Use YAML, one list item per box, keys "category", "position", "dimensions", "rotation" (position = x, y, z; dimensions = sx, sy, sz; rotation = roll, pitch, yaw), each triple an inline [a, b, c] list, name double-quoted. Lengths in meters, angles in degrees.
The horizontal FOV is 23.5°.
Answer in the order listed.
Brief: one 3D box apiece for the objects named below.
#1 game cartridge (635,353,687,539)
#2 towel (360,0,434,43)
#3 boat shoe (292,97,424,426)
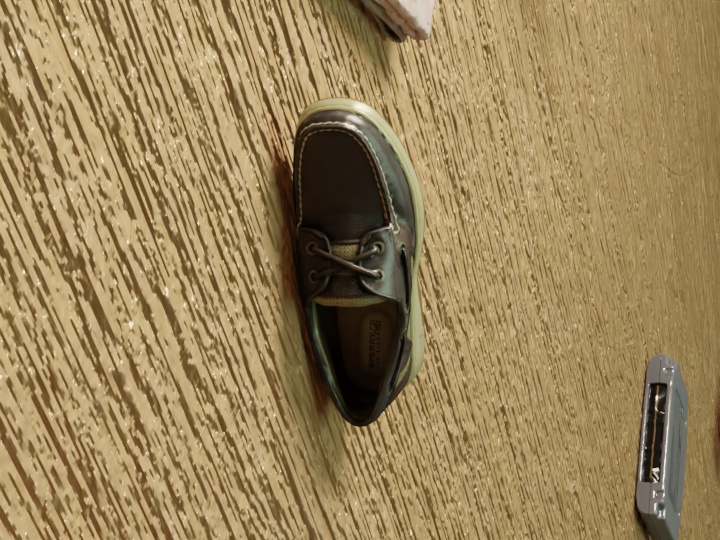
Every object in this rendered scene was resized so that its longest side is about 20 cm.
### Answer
- category: "game cartridge"
  position: [0.357, 0.215, 2.041]
  dimensions: [0.133, 0.040, 0.200]
  rotation: [53, 41, -54]
- category: "towel"
  position: [0.009, -0.262, 1.072]
  dimensions: [0.200, 0.032, 0.191]
  rotation: [37, 56, -65]
- category: "boat shoe"
  position: [0.000, 0.000, 0.980]
  dimensions: [0.065, 0.073, 0.200]
  rotation: [-71, 153, -54]
